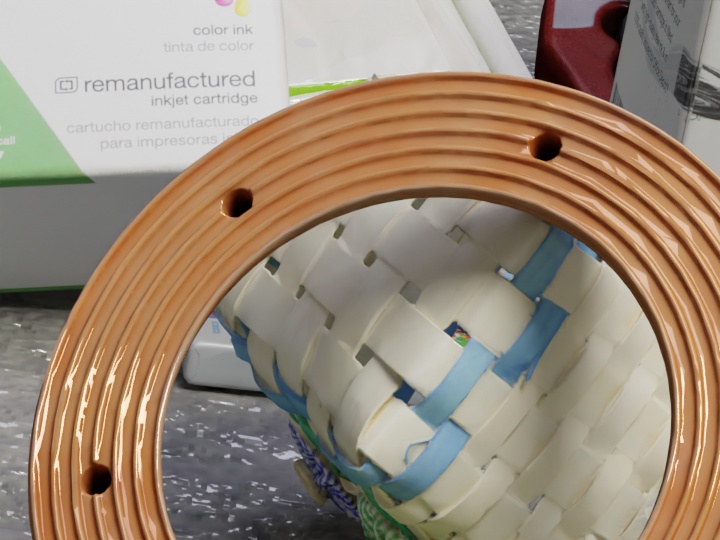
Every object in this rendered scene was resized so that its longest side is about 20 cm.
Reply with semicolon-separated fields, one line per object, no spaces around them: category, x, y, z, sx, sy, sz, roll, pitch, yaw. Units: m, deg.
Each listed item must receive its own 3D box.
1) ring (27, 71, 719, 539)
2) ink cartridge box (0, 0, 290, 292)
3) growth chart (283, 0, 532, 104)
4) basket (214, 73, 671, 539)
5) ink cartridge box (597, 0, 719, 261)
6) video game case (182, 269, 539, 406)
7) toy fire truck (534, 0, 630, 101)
ring;0.014;0.042;0.726;0.199;0.201;0.019;18;-20;21
ink cartridge box;-0.101;-0.099;1.025;0.144;0.084;0.201;-3;61;-4
growth chart;-0.030;-0.090;1.173;0.199;0.018;0.145;-3;46;-12
basket;0.063;0.042;0.863;0.199;0.139;0.176;30;7;-31
ink cartridge box;0.145;-0.071;1.064;0.083;0.201;0.144;7;22;-5
video game case;0.000;0.000;1.076;0.142;0.018;0.200;7;21;-9
toy fire truck;0.173;-0.074;1.235;0.199;0.113;0.168;9;40;0
